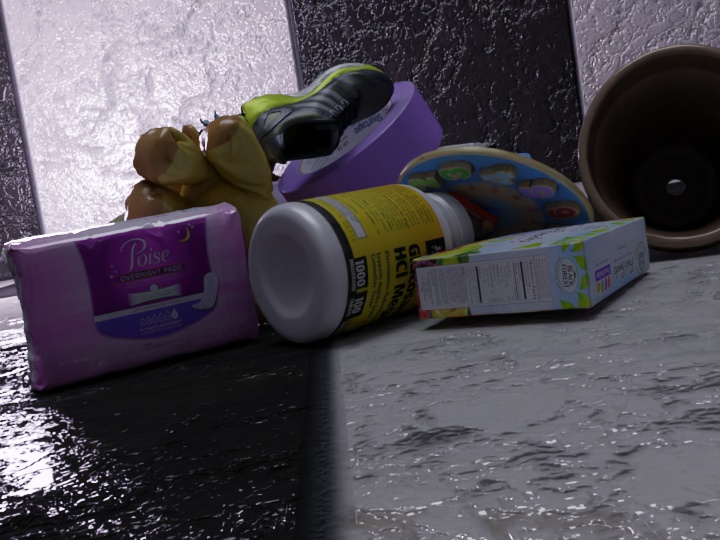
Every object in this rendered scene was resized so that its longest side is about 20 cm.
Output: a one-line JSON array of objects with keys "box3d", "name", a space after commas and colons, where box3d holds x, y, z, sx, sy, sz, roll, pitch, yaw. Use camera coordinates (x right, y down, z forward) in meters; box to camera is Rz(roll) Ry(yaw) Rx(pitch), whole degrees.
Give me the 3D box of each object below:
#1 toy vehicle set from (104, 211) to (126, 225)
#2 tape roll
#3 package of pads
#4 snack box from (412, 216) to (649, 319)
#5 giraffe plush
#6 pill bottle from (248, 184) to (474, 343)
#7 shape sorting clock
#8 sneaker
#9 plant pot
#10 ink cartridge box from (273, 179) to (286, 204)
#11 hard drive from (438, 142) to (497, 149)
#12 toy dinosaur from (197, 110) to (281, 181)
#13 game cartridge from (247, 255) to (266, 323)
[{"box3d": [-0.295, -0.015, 1.122, 0.123, 0.027, 0.200, -32, -18, 2], "name": "toy vehicle set"}, {"box3d": [-0.001, -0.134, 0.994, 0.198, 0.066, 0.201, -33, 21, 15], "name": "tape roll"}, {"box3d": [-0.192, 0.018, 0.722, 0.196, 0.124, 0.075, -13, 7, -27], "name": "package of pads"}, {"box3d": [0.149, -0.004, 0.707, 0.139, 0.054, 0.199, -5, 6, 31], "name": "snack box"}, {"box3d": [-0.157, -0.078, 0.868, 0.196, 0.177, 0.161, 3, 14, -32], "name": "giraffe plush"}, {"box3d": [0.009, -0.014, 0.739, 0.197, 0.115, 0.111, -15, 8, -43], "name": "pill bottle"}, {"box3d": [0.129, -0.057, 0.830, 0.196, 0.040, 0.201, 18, -21, 7], "name": "shape sorting clock"}, {"box3d": [-0.037, -0.160, 0.907, 0.198, 0.075, 0.081, -29, 48, -26], "name": "sneaker"}, {"box3d": [0.335, -0.106, 0.893, 0.195, 0.206, 0.174, -7, -13, 18], "name": "plant pot"}, {"box3d": [-0.083, -0.074, 1.331, 0.081, 0.149, 0.200, -9, 5, 14], "name": "ink cartridge box"}, {"box3d": [0.063, -0.116, 1.048, 0.138, 0.039, 0.199, -26, 14, -24], "name": "hard drive"}, {"box3d": [-0.141, -0.121, 1.041, 0.103, 0.203, 0.183, -16, -33, 1], "name": "toy dinosaur"}, {"box3d": [-0.116, 0.001, 0.921, 0.197, 0.033, 0.175, -12, 30, -43], "name": "game cartridge"}]
